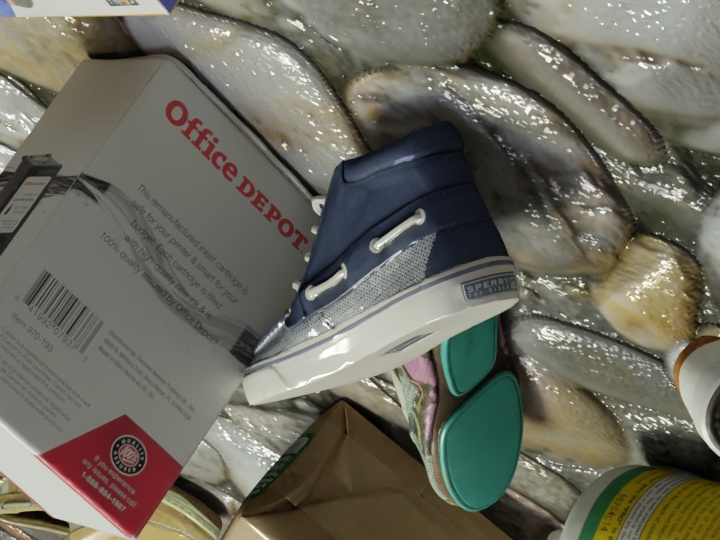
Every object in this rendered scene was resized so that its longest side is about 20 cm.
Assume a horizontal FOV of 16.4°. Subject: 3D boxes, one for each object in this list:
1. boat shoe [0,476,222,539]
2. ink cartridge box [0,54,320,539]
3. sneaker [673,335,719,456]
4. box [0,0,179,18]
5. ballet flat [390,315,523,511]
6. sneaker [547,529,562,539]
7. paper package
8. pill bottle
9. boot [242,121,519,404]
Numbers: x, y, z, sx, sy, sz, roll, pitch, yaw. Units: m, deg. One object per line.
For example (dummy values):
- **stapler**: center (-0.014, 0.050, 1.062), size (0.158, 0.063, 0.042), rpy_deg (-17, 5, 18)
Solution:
- **boat shoe**: center (-0.190, 0.186, 1.841), size (0.200, 0.076, 0.072), rpy_deg (9, 148, 40)
- **ink cartridge box**: center (-0.126, 0.011, 1.261), size (0.083, 0.200, 0.145), rpy_deg (5, 146, 52)
- **sneaker**: center (0.233, 0.084, 1.165), size (0.200, 0.073, 0.085), rpy_deg (32, -172, -18)
- **box**: center (-0.161, -0.168, 1.146), size (0.200, 0.042, 0.119), rpy_deg (7, 147, 48)
- **ballet flat**: center (0.043, 0.051, 1.318), size (0.071, 0.069, 0.200), rpy_deg (39, 159, 30)
- **sneaker**: center (0.173, 0.217, 1.496), size (0.088, 0.075, 0.200), rpy_deg (-6, 142, 29)
- **paper package**: center (0.007, 0.199, 1.567), size (0.191, 0.104, 0.200), rpy_deg (39, 158, 3)
- **pill bottle**: center (0.208, 0.172, 1.285), size (0.200, 0.113, 0.113), rpy_deg (11, 150, 39)
- **boot**: center (0.000, 0.000, 1.208), size (0.200, 0.073, 0.091), rpy_deg (-28, 76, 49)
